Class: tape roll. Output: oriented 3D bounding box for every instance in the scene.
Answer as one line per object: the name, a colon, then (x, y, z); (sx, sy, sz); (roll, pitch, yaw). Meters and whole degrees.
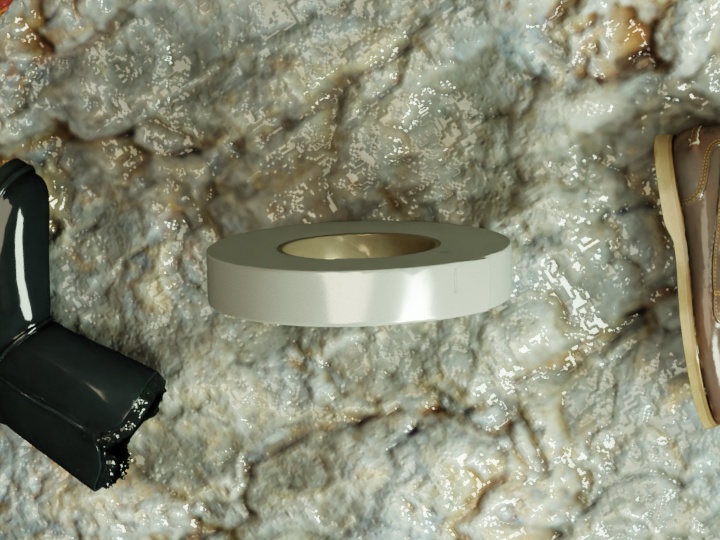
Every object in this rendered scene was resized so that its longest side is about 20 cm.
tape roll: (0.000, 0.000, 1.306); (0.202, 0.203, 0.037); (1, 100, 12)

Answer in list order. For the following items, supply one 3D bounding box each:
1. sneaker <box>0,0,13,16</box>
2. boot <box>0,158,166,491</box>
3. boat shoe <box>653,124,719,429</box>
sneaker: (-0.265, -0.266, 1.395); (0.077, 0.073, 0.201); (12, 100, 33)
boot: (-0.209, 0.041, 1.423); (0.168, 0.076, 0.201); (26, 112, 10)
boat shoe: (0.240, 0.004, 1.320); (0.070, 0.070, 0.201); (-7, 99, 18)
